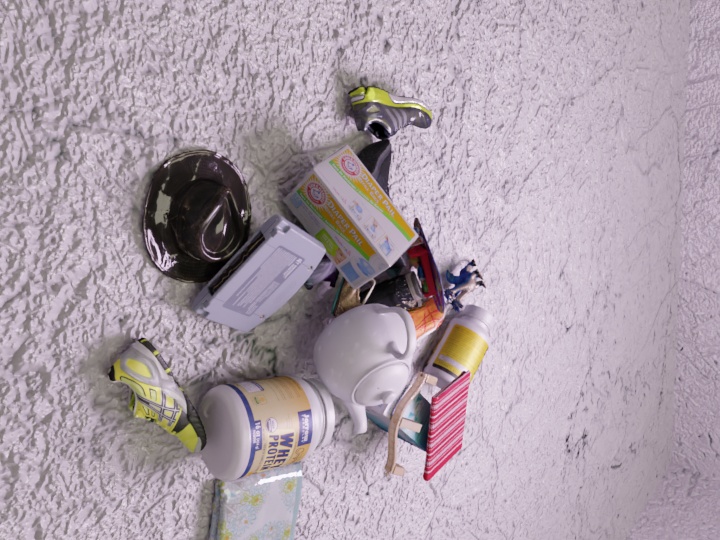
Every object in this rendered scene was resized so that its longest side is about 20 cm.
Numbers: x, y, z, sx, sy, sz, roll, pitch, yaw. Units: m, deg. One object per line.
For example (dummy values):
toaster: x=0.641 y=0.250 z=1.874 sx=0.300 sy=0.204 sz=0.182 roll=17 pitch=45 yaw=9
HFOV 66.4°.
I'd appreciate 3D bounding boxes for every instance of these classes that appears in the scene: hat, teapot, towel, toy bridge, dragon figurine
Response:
hat: x=-0.223 y=-0.076 z=0.817 sx=0.198 sy=0.080 sz=0.205 roll=-11 pitch=106 yaw=-41
teapot: x=0.021 y=0.165 z=0.966 sx=0.196 sy=0.147 sz=0.201 roll=-34 pitch=142 yaw=-2
towel: x=-0.189 y=0.458 z=0.996 sx=0.169 sy=0.048 sz=0.204 roll=2 pitch=98 yaw=-45
toy bridge: x=0.085 y=0.288 z=1.036 sx=0.067 sy=0.027 sz=0.203 roll=28 pitch=80 yaw=-41
towel: x=0.176 y=0.318 z=1.132 sx=0.144 sy=0.022 sz=0.204 roll=-23 pitch=122 yaw=-48
dragon figurine: x=0.235 y=0.024 z=1.291 sx=0.059 sy=0.098 sz=0.201 roll=60 pitch=15 yaw=-20

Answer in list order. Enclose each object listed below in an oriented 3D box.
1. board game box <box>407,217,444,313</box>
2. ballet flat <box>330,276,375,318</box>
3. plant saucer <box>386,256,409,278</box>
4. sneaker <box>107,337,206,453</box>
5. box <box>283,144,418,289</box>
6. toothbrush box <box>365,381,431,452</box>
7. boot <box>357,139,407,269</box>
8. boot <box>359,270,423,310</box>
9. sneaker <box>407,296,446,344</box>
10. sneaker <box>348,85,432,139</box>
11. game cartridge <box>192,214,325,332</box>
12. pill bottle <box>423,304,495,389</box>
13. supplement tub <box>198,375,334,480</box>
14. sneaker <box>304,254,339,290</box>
board game box: x=0.123 y=-0.004 z=1.130 sx=0.038 sy=0.203 sz=0.159 roll=-15 pitch=150 yaw=-2
ballet flat: x=0.000 y=0.000 z=1.022 sx=0.064 sy=0.071 sz=0.203 roll=16 pitch=74 yaw=-2
plant saucer: x=0.042 y=-0.067 z=1.124 sx=0.070 sy=0.019 sz=0.201 roll=-56 pitch=132 yaw=-20
sneaker: x=-0.299 y=0.198 z=0.820 sx=0.076 sy=0.075 sz=0.202 roll=-35 pitch=112 yaw=-24
box: x=-0.017 y=-0.089 z=0.930 sx=0.201 sy=0.112 sz=0.101 roll=51 pitch=49 yaw=-4
toothbrush box: x=0.063 y=0.277 z=1.132 sx=0.200 sy=0.145 sz=0.086 roll=46 pitch=67 yaw=-39
boot: x=0.051 y=-0.127 z=1.059 sx=0.202 sy=0.065 sz=0.166 roll=63 pitch=34 yaw=-31
boot: x=0.047 y=0.059 z=1.114 sx=0.151 sy=0.204 sz=0.075 roll=-21 pitch=82 yaw=1
sneaker: x=0.122 y=0.108 z=1.207 sx=0.199 sy=0.072 sz=0.078 roll=-40 pitch=112 yaw=-36
sneaker: x=0.058 y=-0.288 z=1.050 sx=0.197 sy=0.073 sz=0.083 roll=1 pitch=92 yaw=-37
game cartridge: x=-0.153 y=0.011 z=0.869 sx=0.200 sy=0.041 sz=0.133 roll=-44 pitch=140 yaw=10
pill bottle: x=0.242 y=0.186 z=1.310 sx=0.111 sy=0.110 sz=0.202 roll=48 pitch=66 yaw=-39
supplement tub: x=-0.154 y=0.254 z=0.916 sx=0.198 sy=0.143 sz=0.147 roll=1 pitch=99 yaw=-44
sneaker: x=-0.102 y=-0.006 z=0.960 sx=0.198 sy=0.074 sz=0.089 roll=2 pitch=103 yaw=-45
